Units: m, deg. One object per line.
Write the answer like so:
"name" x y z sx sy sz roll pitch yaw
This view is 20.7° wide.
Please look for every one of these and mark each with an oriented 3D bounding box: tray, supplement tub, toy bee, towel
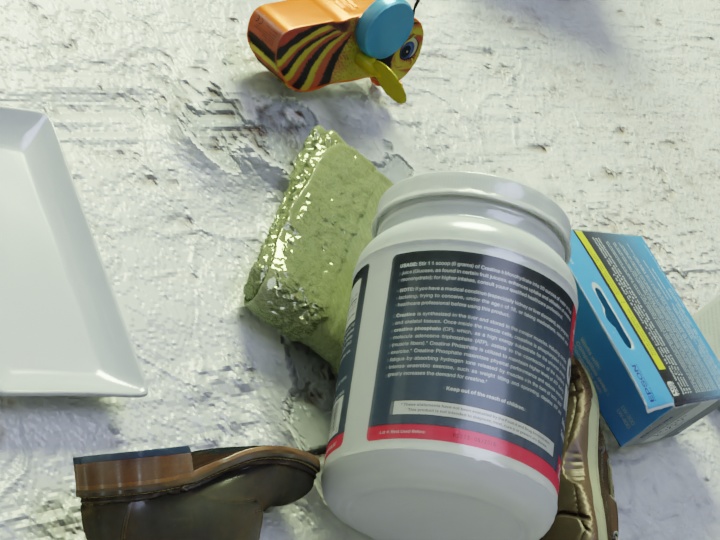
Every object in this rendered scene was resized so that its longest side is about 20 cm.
"tray" -0.196 -0.011 1.121 0.107 0.022 0.201 4 54 -45
"supplement tub" 0.057 0.057 1.182 0.140 0.140 0.201 25 60 -29
"toy bee" 0.009 -0.163 1.434 0.199 0.109 0.131 -8 43 -16
"towel" 0.000 0.000 1.313 0.148 0.036 0.200 39 35 -15

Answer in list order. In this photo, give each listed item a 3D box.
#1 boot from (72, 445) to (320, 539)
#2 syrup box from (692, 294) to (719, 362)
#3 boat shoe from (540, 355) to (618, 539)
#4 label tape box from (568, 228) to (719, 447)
"boot" -0.085 0.145 1.075 0.200 0.074 0.098 6 77 -57
"syrup box" 0.350 0.030 1.520 0.079 0.200 0.082 32 37 -22
"boat shoe" 0.134 0.143 1.306 0.075 0.074 0.203 54 26 -35
"label tape box" 0.182 0.048 1.402 0.144 0.066 0.200 60 24 14
